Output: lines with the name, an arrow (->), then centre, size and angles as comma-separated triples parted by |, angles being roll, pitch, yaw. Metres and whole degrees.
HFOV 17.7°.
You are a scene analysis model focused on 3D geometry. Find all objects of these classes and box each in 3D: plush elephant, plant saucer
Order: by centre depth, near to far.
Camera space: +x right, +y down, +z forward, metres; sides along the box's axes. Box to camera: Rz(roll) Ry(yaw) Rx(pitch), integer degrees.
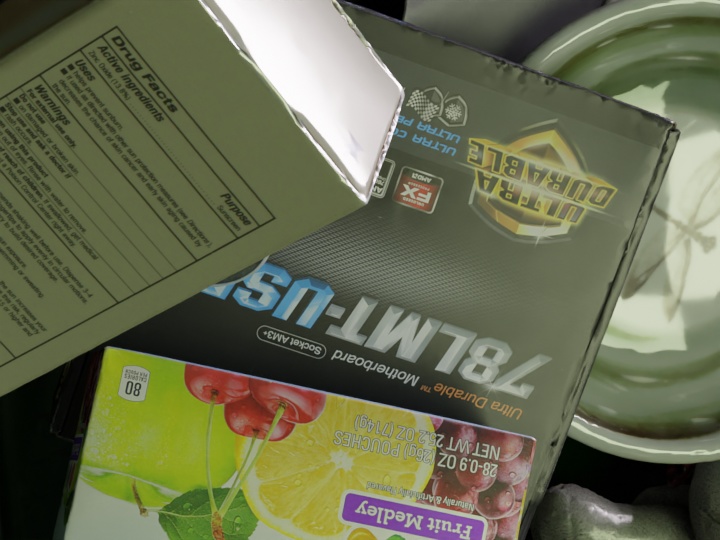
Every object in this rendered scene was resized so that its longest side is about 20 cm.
plant saucer -> 0.134, -0.020, 0.984 | 0.200, 0.050, 0.200 | -1, 99, -6
plush elephant -> 0.205, 0.068, 1.104 | 0.200, 0.165, 0.155 | 15, 67, -20

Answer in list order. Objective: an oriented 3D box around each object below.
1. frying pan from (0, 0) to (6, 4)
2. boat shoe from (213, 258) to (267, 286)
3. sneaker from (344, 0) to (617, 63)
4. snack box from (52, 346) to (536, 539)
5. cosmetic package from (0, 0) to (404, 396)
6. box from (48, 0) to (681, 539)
frying pan -> -0.143, -0.082, 0.843 | 0.190, 0.031, 0.115 | 5, 105, -28
boat shoe -> -0.060, -0.067, 0.814 | 0.072, 0.071, 0.200 | -19, 128, -12
sneaker -> 0.062, -0.145, 0.972 | 0.106, 0.075, 0.200 | 15, 96, -39
snack box -> -0.038, 0.143, 0.865 | 0.168, 0.068, 0.200 | 12, 84, -9
cosmetic package -> -0.096, -0.035, 0.761 | 0.105, 0.200, 0.071 | 52, 30, -22
box -> 0.000, 0.000, 0.925 | 0.200, 0.050, 0.199 | 19, 96, -9
